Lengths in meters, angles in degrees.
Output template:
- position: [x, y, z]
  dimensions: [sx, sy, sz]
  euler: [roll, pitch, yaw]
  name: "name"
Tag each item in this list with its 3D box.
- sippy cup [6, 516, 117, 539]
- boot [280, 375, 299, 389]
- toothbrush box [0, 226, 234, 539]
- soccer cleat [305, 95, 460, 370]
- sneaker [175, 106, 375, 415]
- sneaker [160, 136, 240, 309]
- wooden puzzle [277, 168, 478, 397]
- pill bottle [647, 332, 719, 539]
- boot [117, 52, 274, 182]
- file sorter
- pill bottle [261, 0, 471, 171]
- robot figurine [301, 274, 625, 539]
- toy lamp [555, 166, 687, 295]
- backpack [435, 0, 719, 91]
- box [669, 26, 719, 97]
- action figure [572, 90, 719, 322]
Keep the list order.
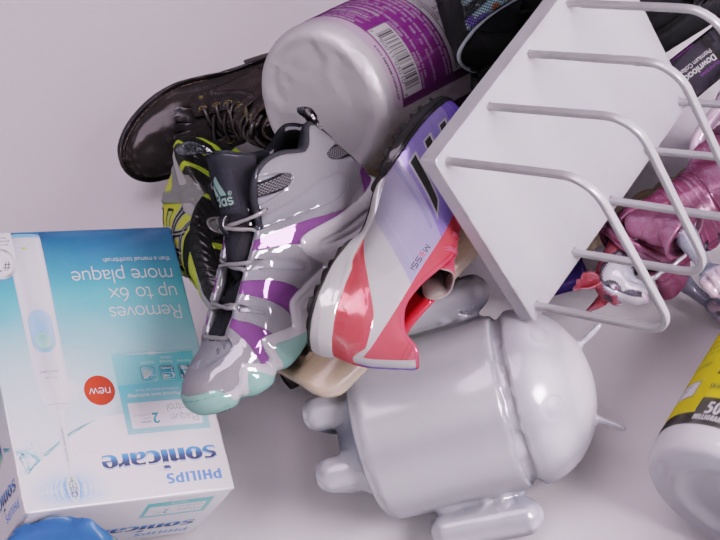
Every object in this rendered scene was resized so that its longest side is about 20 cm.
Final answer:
- position: [-0.173, 0.225, 1.055]
  dimensions: [0.177, 0.131, 0.140]
  euler: [-35, 45, -11]
  name: "sippy cup"
- position: [-0.013, -0.019, 1.255]
  dimensions: [0.150, 0.073, 0.201]
  euler: [-21, 48, 6]
  name: "boot"
- position: [-0.185, 0.078, 1.140]
  dimensions: [0.145, 0.085, 0.201]
  euler: [-2, 64, -28]
  name: "toothbrush box"
- position: [0.035, -0.022, 1.040]
  dimensions: [0.073, 0.068, 0.201]
  euler: [17, 56, 15]
  name: "soccer cleat"
- position: [-0.077, -0.019, 1.065]
  dimensions: [0.078, 0.140, 0.200]
  euler: [-4, 41, 52]
  name: "sneaker"
- position: [-0.098, -0.016, 1.198]
  dimensions: [0.075, 0.077, 0.200]
  euler: [10, 30, -19]
  name: "sneaker"
- position: [0.000, 0.000, 1.140]
  dimensions: [0.185, 0.037, 0.200]
  euler: [-45, 26, -11]
  name: "wooden puzzle"
- position: [0.265, 0.065, 1.025]
  dimensions: [0.111, 0.112, 0.200]
  euler: [16, 57, 34]
  name: "pill bottle"
- position: [-0.096, -0.123, 1.347]
  dimensions: [0.199, 0.070, 0.174]
  euler: [-30, 18, -7]
  name: "boot"
- position: [0.163, -0.082, 1.013]
  dimensions: [0.124, 0.139, 0.200]
  euler: [10, 54, 46]
  name: "file sorter"
- position: [0.028, -0.150, 1.220]
  dimensions: [0.112, 0.113, 0.200]
  euler: [14, 30, 33]
  name: "pill bottle"
- position: [0.066, 0.091, 1.087]
  dimensions: [0.199, 0.113, 0.171]
  euler: [-14, 83, 11]
  name: "robot figurine"
- position: [0.192, -0.039, 1.196]
  dimensions: [0.199, 0.058, 0.058]
  euler: [-28, 44, -3]
  name: "toy lamp"
- position: [0.167, -0.214, 1.159]
  dimensions: [0.199, 0.177, 0.152]
  euler: [-24, 66, 34]
  name: "backpack"
- position: [0.193, -0.107, 1.211]
  dimensions: [0.200, 0.143, 0.036]
  euler: [-36, 88, -14]
  name: "box"
- position: [0.217, -0.044, 1.100]
  dimensions: [0.199, 0.134, 0.149]
  euler: [-29, 74, -9]
  name: "action figure"
